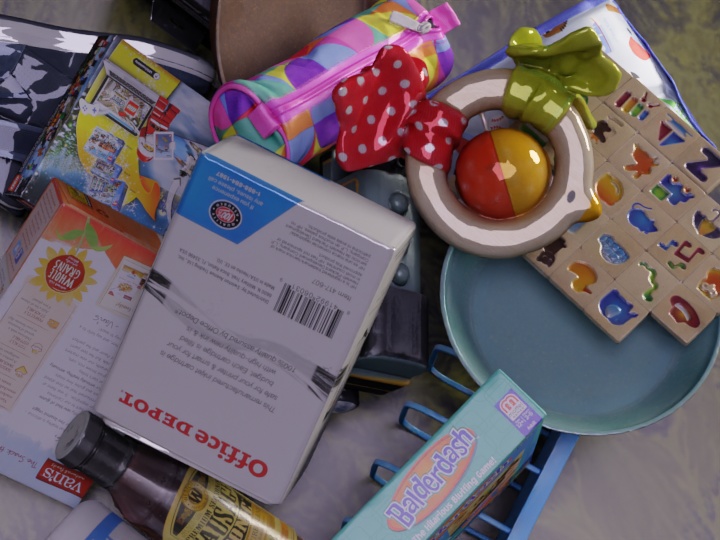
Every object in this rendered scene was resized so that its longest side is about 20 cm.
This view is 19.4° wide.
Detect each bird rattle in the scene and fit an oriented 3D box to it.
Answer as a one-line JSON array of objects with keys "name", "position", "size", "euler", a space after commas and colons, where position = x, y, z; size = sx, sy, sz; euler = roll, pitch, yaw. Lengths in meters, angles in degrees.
[{"name": "bird rattle", "position": [0.084, -0.089, 1.433], "size": [0.199, 0.113, 0.164], "euler": [-17, 83, -11]}]

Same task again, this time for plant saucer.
[{"name": "plant saucer", "position": [0.151, 0.027, 1.460], "size": [0.199, 0.036, 0.201], "euler": [2, 63, -4]}, {"name": "plant saucer", "position": [-0.045, -0.190, 1.562], "size": [0.034, 0.200, 0.201], "euler": [15, 76, 41]}]

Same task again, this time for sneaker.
[{"name": "sneaker", "position": [-0.214, -0.108, 1.571], "size": [0.201, 0.077, 0.147], "euler": [7, 89, -12]}]

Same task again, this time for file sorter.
[{"name": "file sorter", "position": [0.082, 0.131, 1.523], "size": [0.122, 0.139, 0.201], "euler": [27, 79, 4]}]

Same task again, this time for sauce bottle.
[{"name": "sauce bottle", "position": [-0.128, 0.170, 1.499], "size": [0.200, 0.066, 0.066], "euler": [35, 78, -23]}]

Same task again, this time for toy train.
[{"name": "toy train", "position": [0.000, 0.000, 1.518], "size": [0.085, 0.114, 0.201], "euler": [15, 67, -33]}]

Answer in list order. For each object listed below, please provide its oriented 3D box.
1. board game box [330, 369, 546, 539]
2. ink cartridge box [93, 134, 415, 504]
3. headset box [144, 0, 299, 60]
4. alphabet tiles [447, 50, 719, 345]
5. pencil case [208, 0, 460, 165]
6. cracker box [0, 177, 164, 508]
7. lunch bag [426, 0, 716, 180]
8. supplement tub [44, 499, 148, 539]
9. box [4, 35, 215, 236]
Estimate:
[{"name": "board game box", "position": [0.049, 0.147, 1.349], "size": [0.045, 0.200, 0.152], "euler": [44, 81, 10]}, {"name": "ink cartridge box", "position": [-0.071, 0.033, 1.414], "size": [0.145, 0.084, 0.201], "euler": [27, 107, 5]}, {"name": "headset box", "position": [-0.102, -0.262, 1.564], "size": [0.148, 0.075, 0.201], "euler": [35, 75, -44]}, {"name": "alphabet tiles", "position": [0.186, -0.045, 1.476], "size": [0.200, 0.008, 0.167], "euler": [43, 67, 15]}, {"name": "pencil case", "position": [-0.018, -0.135, 1.521], "size": [0.200, 0.088, 0.089], "euler": [-36, 85, -36]}, {"name": "cracker box", "position": [-0.210, 0.053, 1.492], "size": [0.134, 0.058, 0.201], "euler": [29, 102, -25]}, {"name": "lunch bag", "position": [0.148, -0.090, 1.571], "size": [0.199, 0.124, 0.171], "euler": [-33, 84, -1]}, {"name": "supplement tub", "position": [-0.155, 0.270, 1.481], "size": [0.200, 0.132, 0.132], "euler": [37, 80, 2]}, {"name": "box", "position": [-0.142, -0.060, 1.541], "size": [0.200, 0.038, 0.137], "euler": [35, 78, -26]}]
